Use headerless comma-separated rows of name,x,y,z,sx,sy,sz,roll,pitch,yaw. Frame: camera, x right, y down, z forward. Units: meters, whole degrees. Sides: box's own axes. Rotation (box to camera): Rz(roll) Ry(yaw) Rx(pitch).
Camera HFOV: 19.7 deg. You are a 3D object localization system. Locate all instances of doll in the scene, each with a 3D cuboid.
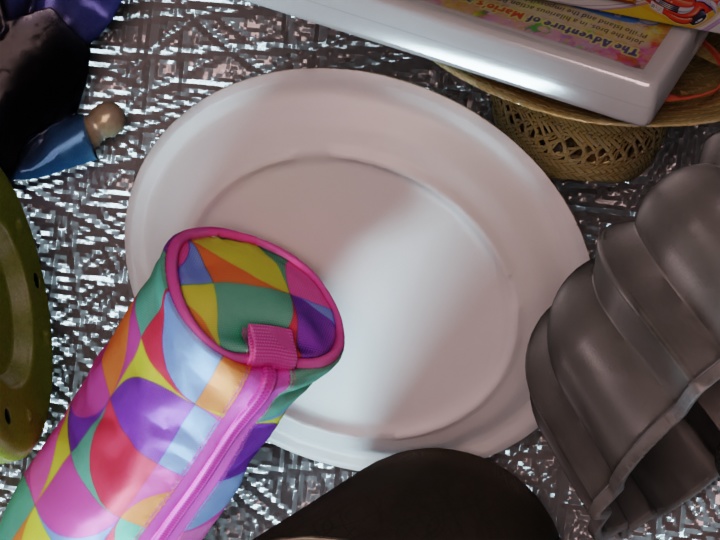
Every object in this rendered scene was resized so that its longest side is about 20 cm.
doll,-0.161,-0.105,0.924,0.136,0.048,0.201,26,98,2

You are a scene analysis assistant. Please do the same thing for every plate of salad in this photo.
plate of salad,0.000,0.000,0.858,0.198,0.048,0.201,9,127,12

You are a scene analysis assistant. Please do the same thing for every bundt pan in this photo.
bundt pan,0.140,0.009,0.777,0.202,0.202,0.076,-43,71,6

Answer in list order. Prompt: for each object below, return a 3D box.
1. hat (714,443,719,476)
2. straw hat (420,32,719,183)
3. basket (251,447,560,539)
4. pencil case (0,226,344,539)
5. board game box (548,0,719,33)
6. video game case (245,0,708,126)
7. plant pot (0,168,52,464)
hat,0.230,0.061,0.786,0.199,0.201,0.081,8,66,11
straw hat,0.091,-0.082,0.846,0.200,0.202,0.086,12,129,11
basket,0.021,0.148,0.791,0.180,0.200,0.136,37,103,1
pencil case,-0.083,0.076,0.847,0.088,0.088,0.201,38,124,10
board game box,0.097,-0.148,0.795,0.198,0.135,0.034,12,129,9
video game case,0.052,-0.137,0.824,0.199,0.182,0.024,20,131,17
plant pot,-0.235,0.029,0.857,0.191,0.200,0.202,-9,86,8
